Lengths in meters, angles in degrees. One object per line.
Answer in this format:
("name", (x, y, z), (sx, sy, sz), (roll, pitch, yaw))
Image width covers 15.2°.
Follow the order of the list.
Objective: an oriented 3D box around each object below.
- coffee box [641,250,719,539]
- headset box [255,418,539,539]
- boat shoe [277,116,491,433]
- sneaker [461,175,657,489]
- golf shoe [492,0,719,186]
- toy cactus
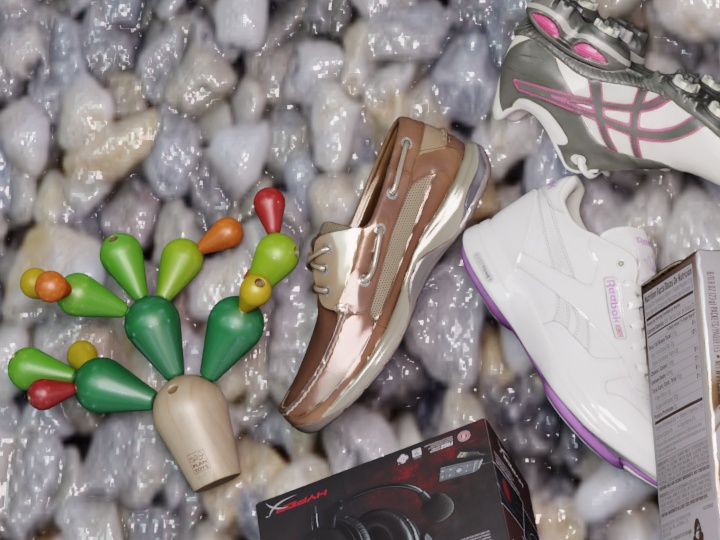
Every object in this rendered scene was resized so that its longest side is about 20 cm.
("coffee box", (0.225, 0.096, 1.457), (0.114, 0.080, 0.201), (2, 74, -17))
("headset box", (0.030, 0.200, 1.487), (0.148, 0.075, 0.200), (-21, 45, 13))
("boat shoe", (0.000, 0.000, 1.579), (0.072, 0.076, 0.200), (32, 78, -13))
("sneaker", (0.140, 0.032, 1.534), (0.100, 0.075, 0.200), (-36, 69, 8))
("golf shoe", (0.167, -0.083, 1.566), (0.200, 0.077, 0.088), (37, 108, 26))
("toy cactus", (-0.114, 0.049, 1.613), (0.199, 0.102, 0.166), (-24, 80, 2))
